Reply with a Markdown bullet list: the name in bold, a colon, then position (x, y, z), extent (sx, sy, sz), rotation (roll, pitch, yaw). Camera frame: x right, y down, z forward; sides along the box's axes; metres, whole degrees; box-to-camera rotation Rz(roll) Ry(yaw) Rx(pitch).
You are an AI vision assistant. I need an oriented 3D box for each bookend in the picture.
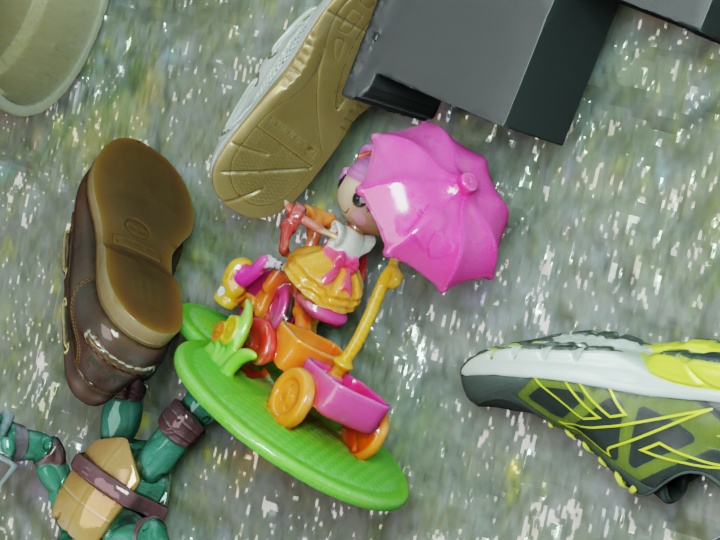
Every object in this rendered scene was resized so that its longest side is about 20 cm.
- **bookend**: position (0.124, -0.144, 1.506), extent (0.199, 0.092, 0.199), rotation (24, 96, 28)

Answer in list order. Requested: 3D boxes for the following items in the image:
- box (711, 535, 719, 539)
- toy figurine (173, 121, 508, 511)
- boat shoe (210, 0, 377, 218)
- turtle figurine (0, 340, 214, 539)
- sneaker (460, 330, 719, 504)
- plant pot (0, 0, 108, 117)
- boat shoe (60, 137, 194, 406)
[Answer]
- **box**: position (0.270, 0.219, 1.393), extent (0.199, 0.097, 0.177), rotation (4, 100, 32)
- **toy figurine**: position (0.000, 0.000, 1.575), extent (0.184, 0.150, 0.200), rotation (-57, 34, 12)
- **boat shoe**: position (-0.015, -0.121, 1.621), extent (0.200, 0.071, 0.069), rotation (-45, 25, 6)
- **turtle figurine**: position (-0.151, 0.122, 1.680), extent (0.149, 0.101, 0.200), rotation (31, 89, 15)
- **sneaker**: position (0.137, 0.078, 1.512), extent (0.199, 0.074, 0.085), rotation (3, 97, 37)
- **plant pot**: position (-0.260, -0.205, 1.678), extent (0.183, 0.200, 0.201), rotation (13, 95, 17)
- **boat shoe**: position (-0.140, -0.002, 1.645), extent (0.070, 0.200, 0.070), rotation (30, 118, -16)
